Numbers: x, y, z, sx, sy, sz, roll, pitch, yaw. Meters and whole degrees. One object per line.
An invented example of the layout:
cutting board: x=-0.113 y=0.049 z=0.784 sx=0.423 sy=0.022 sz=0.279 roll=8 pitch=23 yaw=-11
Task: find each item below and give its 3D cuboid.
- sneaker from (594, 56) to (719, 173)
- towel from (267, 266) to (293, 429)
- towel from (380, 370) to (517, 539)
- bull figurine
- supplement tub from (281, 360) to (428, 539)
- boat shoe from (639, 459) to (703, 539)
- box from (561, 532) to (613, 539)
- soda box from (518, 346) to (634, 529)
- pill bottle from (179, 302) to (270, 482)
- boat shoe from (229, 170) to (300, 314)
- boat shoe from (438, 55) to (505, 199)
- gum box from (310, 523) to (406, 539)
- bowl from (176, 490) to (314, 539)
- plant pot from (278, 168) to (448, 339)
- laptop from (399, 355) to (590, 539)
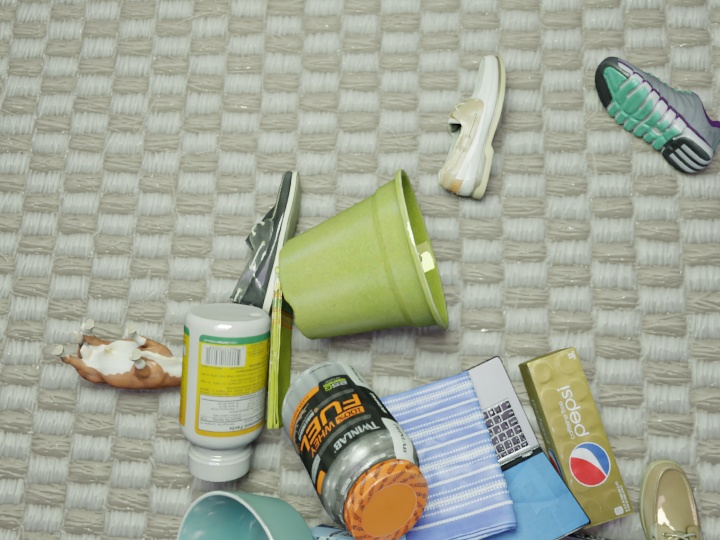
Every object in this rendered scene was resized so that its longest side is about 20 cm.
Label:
sneaker: x=0.415 y=-0.231 z=0.802 sx=0.200 sy=0.074 sz=0.088 roll=46 pitch=72 yaw=1
towel: x=-0.101 y=0.102 z=0.769 sx=0.017 sy=0.086 sz=0.207 roll=0 pitch=80 yaw=8
towel: x=0.095 y=0.231 z=0.707 sx=0.141 sy=0.024 sz=0.204 roll=-18 pitch=51 yaw=5
bull figurine: x=-0.303 y=0.119 z=0.773 sx=0.193 sy=0.123 sz=0.067 roll=-3 pitch=55 yaw=10
supplement tub: x=-0.010 y=0.208 z=0.676 sx=0.122 sy=0.123 sz=0.200 roll=-44 pitch=35 yaw=-4
boat shoe: x=0.384 y=0.338 z=0.695 sx=0.070 sy=0.065 sz=0.207 roll=1 pitch=80 yaw=5
box: x=0.217 y=0.420 z=0.704 sx=0.193 sy=0.050 sz=0.205 roll=10 pitch=82 yaw=7
soda box: x=0.267 y=0.206 z=0.730 sx=0.066 sy=0.064 sz=0.206 roll=-17 pitch=78 yaw=2
pill bottle: x=-0.174 y=0.153 z=0.738 sx=0.109 sy=0.113 sz=0.207 roll=6 pitch=98 yaw=6
boat shoe: x=-0.128 y=-0.046 z=0.805 sx=0.066 sy=0.072 sz=0.206 roll=15 pitch=83 yaw=4
boat shoe: x=0.156 y=-0.207 z=0.808 sx=0.066 sy=0.075 sz=0.207 roll=11 pitch=82 yaw=1
gum box: x=0.000 y=0.414 z=0.671 sx=0.044 sy=0.168 sz=0.207 roll=1 pitch=75 yaw=-38
bowl: x=-0.123 y=0.359 z=0.693 sx=0.196 sy=0.104 sz=0.208 roll=-3 pitch=86 yaw=38
plant pot: x=0.000 y=0.000 z=0.741 sx=0.179 sy=0.200 sz=0.207 roll=-18 pitch=78 yaw=13
laptop: x=0.139 y=0.236 z=0.709 sx=0.183 sy=0.116 sz=0.205 roll=-24 pitch=79 yaw=0
